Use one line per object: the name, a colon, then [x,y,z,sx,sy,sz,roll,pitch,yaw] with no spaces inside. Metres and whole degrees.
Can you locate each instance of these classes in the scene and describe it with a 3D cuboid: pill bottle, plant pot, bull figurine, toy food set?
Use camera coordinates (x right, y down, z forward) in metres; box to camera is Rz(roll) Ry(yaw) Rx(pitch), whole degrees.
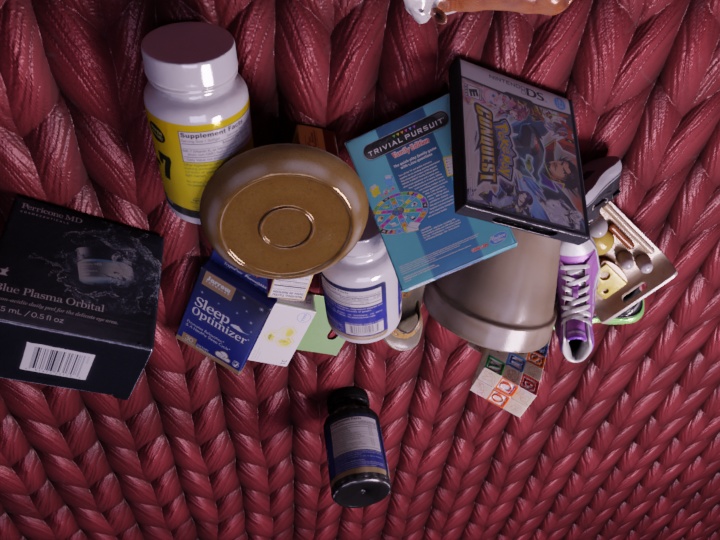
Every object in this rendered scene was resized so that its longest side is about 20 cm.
pill bottle: [0.000,0.000,0.902,0.118,0.120,0.201,-8,136,-4]
plant pot: [0.208,-0.008,0.908,0.198,0.201,0.175,5,119,-17]
plant pot: [-0.086,-0.055,0.726,0.198,0.028,0.201,-6,136,-6]
bull figurine: [0.137,-0.316,0.647,0.198,0.066,0.122,-2,139,-11]
toy food set: [0.374,-0.015,0.977,0.200,0.061,0.143,39,119,-15]
pill bottle: [-0.178,-0.161,0.702,0.113,0.115,0.201,-4,135,-8]
pill bottle: [-0.011,0.328,1.175,0.110,0.201,0.113,-6,136,-6]

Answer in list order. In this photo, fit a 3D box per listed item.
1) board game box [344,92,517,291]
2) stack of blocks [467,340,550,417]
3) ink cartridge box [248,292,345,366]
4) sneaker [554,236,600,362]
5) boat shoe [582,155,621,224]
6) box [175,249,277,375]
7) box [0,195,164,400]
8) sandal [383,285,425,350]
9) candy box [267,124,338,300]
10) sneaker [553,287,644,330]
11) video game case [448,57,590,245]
board game box: [0.087,-0.095,0.778,0.150,0.202,0.047,-22,173,11]
stack of blocks: [0.235,0.120,0.997,0.114,0.200,0.059,27,132,7]
ink cartridge box: [-0.102,0.099,1.035,0.198,0.048,0.146,14,130,-22]
sneaker: [0.324,0.043,0.927,0.072,0.115,0.202,-4,118,16]
boat shoe: [0.298,-0.090,0.847,0.069,0.200,0.067,3,120,45]
box: [-0.203,0.064,0.950,0.120,0.032,0.201,31,126,0]
box: [-0.369,0.035,0.798,0.195,0.201,0.118,16,131,-27]
sandal: [0.074,0.074,1.041,0.079,0.054,0.201,-4,136,-8]
candy box: [-0.078,-0.071,0.815,0.056,0.117,0.201,8,134,-19]
sneaker: [0.394,0.054,1.092,0.198,0.077,0.085,-9,114,-3]
video game case: [0.189,-0.142,0.746,0.179,0.202,0.025,11,155,-23]
